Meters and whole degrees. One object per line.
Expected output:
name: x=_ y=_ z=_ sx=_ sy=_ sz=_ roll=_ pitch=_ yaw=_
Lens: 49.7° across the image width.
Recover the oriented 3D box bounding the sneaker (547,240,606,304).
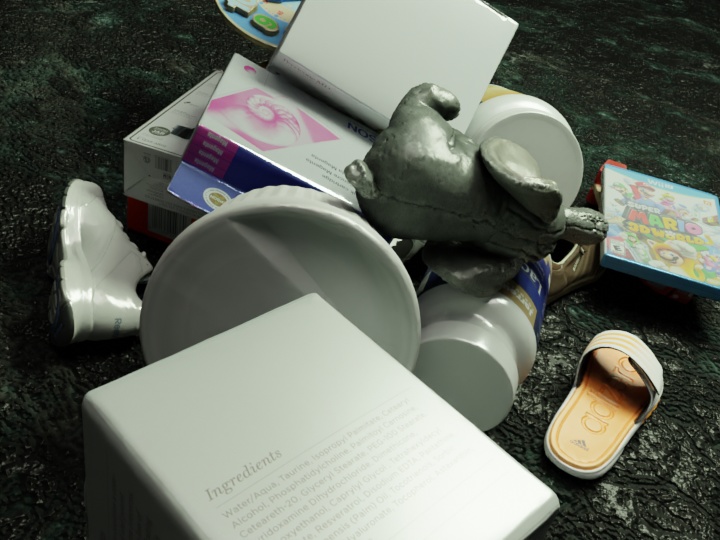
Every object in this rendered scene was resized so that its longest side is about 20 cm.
sneaker: x=0.232 y=-0.026 z=0.851 sx=0.070 sy=0.076 sz=0.199 roll=31 pitch=38 yaw=25

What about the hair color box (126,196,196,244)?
hair color box: x=-0.155 y=-0.099 z=0.842 sx=0.101 sy=0.062 sz=0.200 roll=19 pitch=35 yaw=9

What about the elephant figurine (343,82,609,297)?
elephant figurine: x=0.103 y=-0.052 z=0.616 sx=0.199 sy=0.142 sz=0.156 roll=29 pitch=67 yaw=8

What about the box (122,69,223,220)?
box: x=-0.138 y=-0.129 z=0.782 sx=0.115 sy=0.061 sz=0.201 roll=17 pitch=36 yaw=7

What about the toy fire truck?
toy fire truck: x=0.341 y=-0.052 z=0.937 sx=0.140 sy=0.049 sz=0.200 roll=23 pitch=37 yaw=7

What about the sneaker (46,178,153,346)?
sneaker: x=-0.233 y=-0.007 z=0.696 sx=0.086 sy=0.075 sz=0.201 roll=8 pitch=40 yaw=-28

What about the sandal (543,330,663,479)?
sandal: x=0.226 y=0.103 z=0.684 sx=0.079 sy=0.060 sz=0.206 roll=27 pitch=37 yaw=19

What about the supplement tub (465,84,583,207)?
supplement tub: x=0.155 y=-0.127 z=0.867 sx=0.143 sy=0.146 sz=0.200 roll=7 pitch=17 yaw=-8

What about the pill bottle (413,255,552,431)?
pill bottle: x=0.102 y=0.041 z=0.683 sx=0.115 sy=0.117 sz=0.200 roll=18 pitch=36 yaw=8

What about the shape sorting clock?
shape sorting clock: x=-0.068 y=-0.312 z=0.885 sx=0.197 sy=0.039 sz=0.202 roll=5 pitch=51 yaw=-6

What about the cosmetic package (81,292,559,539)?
cosmetic package: x=-0.033 y=0.153 z=0.436 sx=0.165 sy=0.169 sz=0.200 roll=-24 pitch=49 yaw=-39

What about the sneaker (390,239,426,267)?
sneaker: x=0.000 y=0.000 z=0.762 sx=0.198 sy=0.079 sz=0.096 roll=-5 pitch=66 yaw=-31

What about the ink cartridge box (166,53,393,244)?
ink cartridge box: x=-0.054 y=-0.095 z=0.703 sx=0.195 sy=0.043 sz=0.201 roll=27 pitch=36 yaw=-16

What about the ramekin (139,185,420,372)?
ramekin: x=-0.056 y=0.029 z=0.587 sx=0.200 sy=0.204 sz=0.094 roll=10 pitch=23 yaw=-4

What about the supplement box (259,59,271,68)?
supplement box: x=-0.028 y=-0.176 z=0.947 sx=0.199 sy=0.111 sz=0.086 roll=26 pitch=35 yaw=17

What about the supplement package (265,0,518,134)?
supplement package: x=0.028 y=-0.224 z=0.793 sx=0.199 sy=0.157 sz=0.111 roll=29 pitch=-6 yaw=-13

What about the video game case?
video game case: x=0.342 y=-0.048 z=0.877 sx=0.142 sy=0.018 sz=0.201 roll=17 pitch=38 yaw=5
